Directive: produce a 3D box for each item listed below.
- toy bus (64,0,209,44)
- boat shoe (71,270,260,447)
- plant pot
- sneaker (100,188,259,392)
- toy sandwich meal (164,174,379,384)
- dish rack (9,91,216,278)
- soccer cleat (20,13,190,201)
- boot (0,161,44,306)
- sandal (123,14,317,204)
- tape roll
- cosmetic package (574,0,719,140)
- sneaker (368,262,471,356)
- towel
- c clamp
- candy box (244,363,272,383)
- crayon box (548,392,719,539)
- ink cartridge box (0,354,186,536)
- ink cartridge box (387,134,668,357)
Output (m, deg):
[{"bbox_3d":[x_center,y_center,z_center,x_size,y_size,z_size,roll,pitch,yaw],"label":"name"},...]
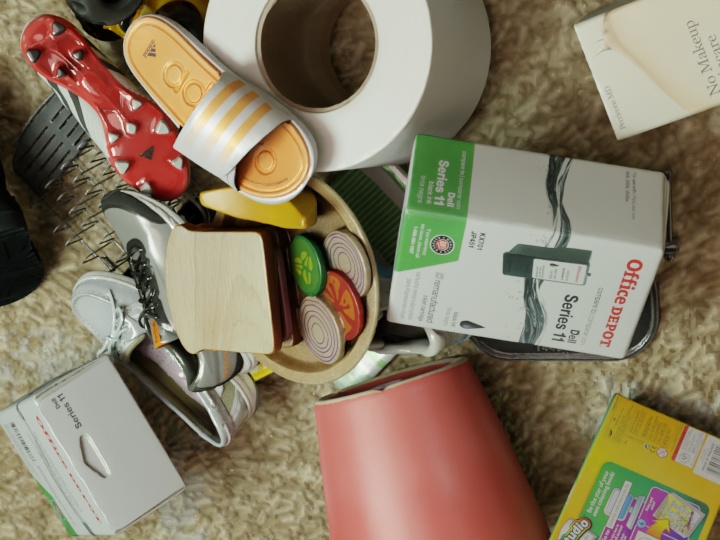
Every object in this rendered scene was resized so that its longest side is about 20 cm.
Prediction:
[{"bbox_3d":[-0.186,-0.287,1.392,0.135,0.200,0.193,27,85,43],"label":"toy bus"},{"bbox_3d":[-0.184,0.078,1.490,0.202,0.065,0.074,41,131,-2],"label":"boat shoe"},{"bbox_3d":[0.050,0.179,1.429,0.200,0.200,0.178,-17,90,25],"label":"plant pot"},{"bbox_3d":[-0.168,0.016,1.440,0.201,0.079,0.074,56,150,-1],"label":"sneaker"},{"bbox_3d":[-0.074,0.007,1.340,0.204,0.070,0.206,15,113,37],"label":"toy sandwich meal"},{"bbox_3d":[-0.238,-0.074,1.526,0.200,0.055,0.153,46,115,2],"label":"dish rack"},{"bbox_3d":[-0.222,-0.146,1.452,0.069,0.085,0.200,-42,104,4],"label":"soccer cleat"},{"bbox_3d":[-0.360,-0.070,1.551,0.073,0.198,0.163,-19,70,-16],"label":"boot"},{"bbox_3d":[-0.125,-0.125,1.287,0.206,0.059,0.079,41,112,18],"label":"sandal"},{"bbox_3d":[-0.009,-0.183,1.339,0.202,0.139,0.204,3,97,24],"label":"tape roll"},{"bbox_3d":[0.280,-0.186,1.282,0.199,0.073,0.104,-21,98,24],"label":"cosmetic package"},{"bbox_3d":[-0.002,0.031,1.422,0.199,0.087,0.075,9,117,26],"label":"sneaker"},{"bbox_3d":[0.000,0.000,1.475,0.153,0.023,0.200,45,116,2],"label":"towel"},{"bbox_3d":[0.176,0.002,1.400,0.199,0.027,0.172,-6,114,15],"label":"c clamp"},{"bbox_3d":[-0.088,0.039,1.462,0.103,0.026,0.200,60,147,0],"label":"candy box"},{"bbox_3d":[0.226,0.215,1.364,0.118,0.201,0.058,23,152,13],"label":"crayon box"},{"bbox_3d":[-0.254,0.167,1.532,0.147,0.083,0.200,60,157,-4],"label":"ink cartridge box"},{"bbox_3d":[0.129,-0.017,1.294,0.199,0.083,0.147,8,141,1],"label":"ink cartridge box"}]
